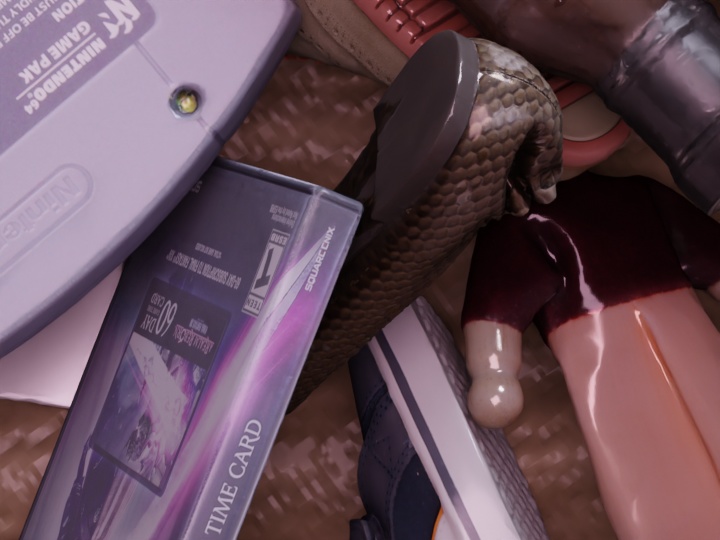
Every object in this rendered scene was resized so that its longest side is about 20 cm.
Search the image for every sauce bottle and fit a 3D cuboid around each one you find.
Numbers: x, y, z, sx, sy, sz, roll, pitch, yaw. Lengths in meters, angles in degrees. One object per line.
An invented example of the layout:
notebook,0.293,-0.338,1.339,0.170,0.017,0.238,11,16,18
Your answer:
sauce bottle,0.039,-0.099,0.800,0.065,0.065,0.200,-42,84,-2

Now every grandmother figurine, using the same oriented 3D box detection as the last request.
grandmother figurine,0.078,0.012,0.871,0.061,0.121,0.201,-40,69,40

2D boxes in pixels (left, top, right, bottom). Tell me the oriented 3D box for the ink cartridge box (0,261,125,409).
ink cartridge box,-0.170,-0.027,0.892,0.199,0.067,0.117,8,85,3

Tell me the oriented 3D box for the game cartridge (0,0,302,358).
game cartridge,-0.121,-0.044,0.840,0.200,0.041,0.133,-39,82,0

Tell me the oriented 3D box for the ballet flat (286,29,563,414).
ballet flat,0.000,0.000,0.836,0.046,0.200,0.068,18,53,-21

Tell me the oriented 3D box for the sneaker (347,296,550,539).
sneaker,0.025,0.106,0.866,0.079,0.078,0.201,-26,77,9

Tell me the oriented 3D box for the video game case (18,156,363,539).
video game case,-0.063,0.066,0.838,0.019,0.143,0.201,22,89,-20

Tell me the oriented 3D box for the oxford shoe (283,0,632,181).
oxford shoe,0.002,-0.087,0.870,0.071,0.074,0.200,-25,60,-34
